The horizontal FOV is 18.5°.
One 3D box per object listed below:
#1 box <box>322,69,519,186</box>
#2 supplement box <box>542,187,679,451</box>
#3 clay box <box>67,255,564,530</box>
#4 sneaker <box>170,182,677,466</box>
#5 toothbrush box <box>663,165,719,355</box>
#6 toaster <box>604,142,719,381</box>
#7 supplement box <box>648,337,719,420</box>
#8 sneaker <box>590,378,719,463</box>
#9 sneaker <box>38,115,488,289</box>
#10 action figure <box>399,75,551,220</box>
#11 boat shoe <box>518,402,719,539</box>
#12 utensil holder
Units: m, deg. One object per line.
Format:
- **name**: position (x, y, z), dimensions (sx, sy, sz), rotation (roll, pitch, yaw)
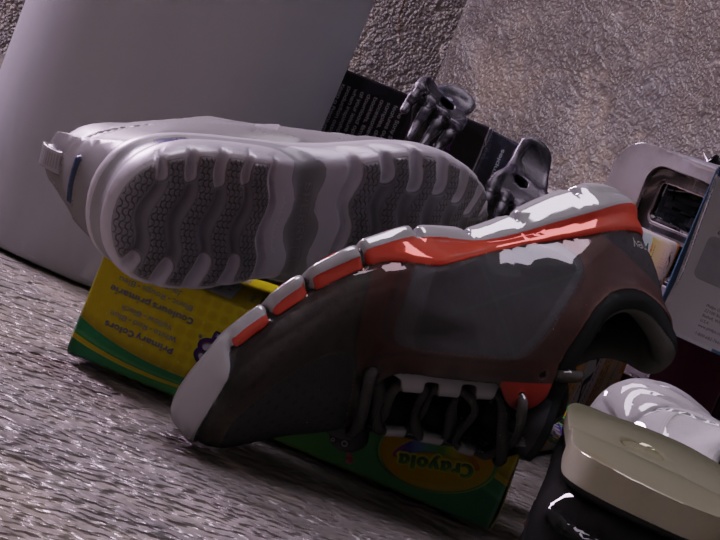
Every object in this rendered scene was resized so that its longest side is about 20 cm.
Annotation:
- **box**: position (-0.024, -0.036, 1.165), dimensions (0.200, 0.143, 0.036), rotation (26, 5, 39)
- **supplement box**: position (0.101, 0.025, 1.163), dimensions (0.073, 0.126, 0.200), rotation (25, 5, 16)
- **clay box**: position (-0.006, 0.044, 0.867), dimensions (0.199, 0.048, 0.115), rotation (24, 7, 3)
- **sneaker**: position (0.032, 0.031, 0.773), dimensions (0.199, 0.082, 0.077), rotation (-20, -20, -25)
- **toothbrush box**: position (0.236, 0.014, 1.096), dimensions (0.146, 0.086, 0.200), rotation (24, 6, 13)
- **toaster**: position (0.213, 0.030, 1.292), dimensions (0.118, 0.181, 0.200), rotation (16, 8, -45)
- **supplement box**: position (0.249, 0.107, 1.146), dimensions (0.199, 0.086, 0.110), rotation (21, 4, -11)
- **sneaker**: position (0.195, 0.110, 1.007), dimensions (0.199, 0.078, 0.099), rotation (9, 17, -30)
- **sneaker**: position (-0.031, -0.031, 0.845), dimensions (0.200, 0.075, 0.082), rotation (12, 16, -45)
- **action figure**: position (0.000, 0.000, 1.008), dimensions (0.119, 0.200, 0.102), rotation (46, 46, 6)
- **boat shoe**: position (0.088, 0.086, 0.719), dimensions (0.073, 0.063, 0.201), rotation (24, 7, 11)
- **utensil holder**: position (-0.098, -0.093, 1.109), dimensions (0.169, 0.201, 0.170), rotation (22, 5, -2)
